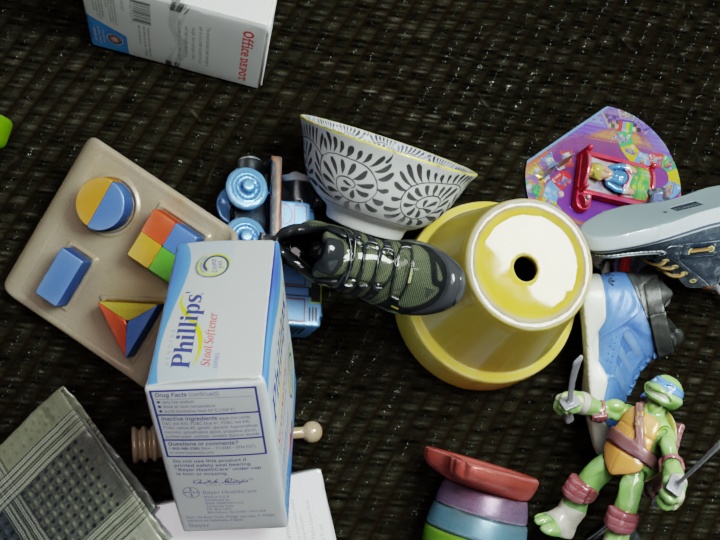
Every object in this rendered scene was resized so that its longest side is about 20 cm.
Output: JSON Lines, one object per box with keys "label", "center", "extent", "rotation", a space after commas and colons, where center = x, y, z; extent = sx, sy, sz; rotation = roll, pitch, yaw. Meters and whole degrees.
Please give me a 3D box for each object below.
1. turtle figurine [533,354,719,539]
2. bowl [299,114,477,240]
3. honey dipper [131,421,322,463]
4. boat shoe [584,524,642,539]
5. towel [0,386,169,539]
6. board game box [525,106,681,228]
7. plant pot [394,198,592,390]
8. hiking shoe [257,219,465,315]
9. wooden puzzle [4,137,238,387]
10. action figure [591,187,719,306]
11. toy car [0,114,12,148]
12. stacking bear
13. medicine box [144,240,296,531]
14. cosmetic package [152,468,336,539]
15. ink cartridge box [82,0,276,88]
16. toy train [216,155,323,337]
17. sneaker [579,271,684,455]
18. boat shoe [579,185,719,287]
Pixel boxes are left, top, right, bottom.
{"label": "turtle figurine", "center": [0.239, 0.187, 0.925], "extent": [0.142, 0.200, 0.196], "rotation": [25, 99, 11]}
{"label": "bowl", "center": [0.016, -0.091, 1.020], "extent": [0.198, 0.201, 0.095], "rotation": [18, 100, -5]}
{"label": "honey dipper", "center": [-0.137, 0.173, 0.993], "extent": [0.197, 0.038, 0.039], "rotation": [-3, 77, -14]}
{"label": "boat shoe", "center": [0.216, 0.314, 0.989], "extent": [0.197, 0.074, 0.067], "rotation": [-20, 98, -19]}
{"label": "towel", "center": [-0.291, 0.244, 0.904], "extent": [0.200, 0.034, 0.193], "rotation": [-43, 72, 9]}
{"label": "board game box", "center": [0.296, -0.104, 1.126], "extent": [0.199, 0.039, 0.159], "rotation": [-33, 85, -15]}
{"label": "plant pot", "center": [0.146, 0.015, 0.997], "extent": [0.197, 0.189, 0.204], "rotation": [2, 77, -8]}
{"label": "hiking shoe", "center": [0.000, 0.000, 0.911], "extent": [0.197, 0.100, 0.077], "rotation": [13, 97, 23]}
{"label": "wooden puzzle", "center": [-0.249, -0.009, 0.966], "extent": [0.199, 0.046, 0.187], "rotation": [33, 94, 9]}
{"label": "action figure", "center": [0.342, -0.006, 1.096], "extent": [0.190, 0.105, 0.203], "rotation": [6, 112, -11]}
{"label": "toy car", "center": [-0.481, -0.115, 0.948], "extent": [0.197, 0.158, 0.166], "rotation": [20, 85, 7]}
{"label": "stacking bear", "center": [0.105, 0.297, 0.970], "extent": [0.112, 0.121, 0.203], "rotation": [17, 83, -15]}
{"label": "medicine box", "center": [-0.120, 0.106, 0.884], "extent": [0.101, 0.202, 0.184], "rotation": [-2, 41, 1]}
{"label": "cosmetic package", "center": [-0.127, 0.271, 0.946], "extent": [0.197, 0.081, 0.115], "rotation": [-12, 81, -13]}
{"label": "ink cartridge box", "center": [-0.190, -0.286, 1.030], "extent": [0.197, 0.146, 0.086], "rotation": [13, 73, -8]}
{"label": "toy train", "center": [-0.096, -0.023, 1.021], "extent": [0.113, 0.087, 0.203], "rotation": [5, 74, -18]}
{"label": "sneaker", "center": [0.296, 0.101, 1.030], "extent": [0.109, 0.077, 0.203], "rotation": [-4, 97, 6]}
{"label": "boat shoe", "center": [0.318, -0.021, 0.985], "extent": [0.197, 0.071, 0.092], "rotation": [-13, 113, -15]}
